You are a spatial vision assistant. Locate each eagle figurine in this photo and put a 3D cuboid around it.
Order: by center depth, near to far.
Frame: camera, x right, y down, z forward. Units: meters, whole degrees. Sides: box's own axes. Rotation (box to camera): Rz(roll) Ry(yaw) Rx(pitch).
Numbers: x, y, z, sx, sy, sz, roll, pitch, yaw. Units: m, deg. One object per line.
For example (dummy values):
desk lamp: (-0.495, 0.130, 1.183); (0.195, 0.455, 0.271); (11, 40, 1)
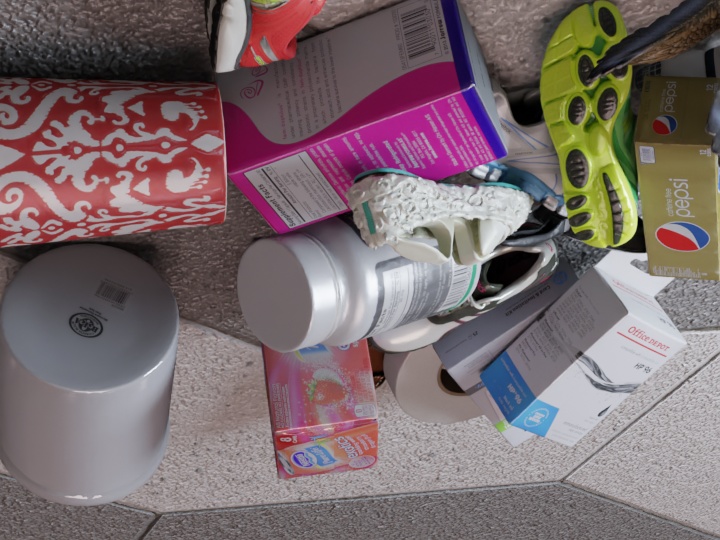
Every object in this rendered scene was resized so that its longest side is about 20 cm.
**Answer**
eagle figurine: (0.272, -0.184, 0.999); (0.150, 0.152, 0.201); (23, 105, -13)

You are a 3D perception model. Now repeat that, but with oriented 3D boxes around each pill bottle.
pill bottle: (0.000, 0.000, 1.199); (0.199, 0.113, 0.113); (-15, 158, -43)

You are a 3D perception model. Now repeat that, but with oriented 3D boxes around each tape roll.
tape roll: (0.120, 0.080, 1.440); (0.202, 0.037, 0.203); (-17, 141, -15)

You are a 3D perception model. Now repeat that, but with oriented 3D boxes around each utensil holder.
utensil holder: (-0.253, 0.097, 1.298); (0.169, 0.171, 0.200); (-1, 145, -13)

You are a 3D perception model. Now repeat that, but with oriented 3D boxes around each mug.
mug: (-0.208, -0.093, 1.078); (0.199, 0.178, 0.134); (-4, 113, -9)

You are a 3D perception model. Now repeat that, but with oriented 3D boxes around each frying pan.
frying pan: (0.179, -0.046, 1.256); (0.189, 0.115, 0.031); (6, 108, -28)

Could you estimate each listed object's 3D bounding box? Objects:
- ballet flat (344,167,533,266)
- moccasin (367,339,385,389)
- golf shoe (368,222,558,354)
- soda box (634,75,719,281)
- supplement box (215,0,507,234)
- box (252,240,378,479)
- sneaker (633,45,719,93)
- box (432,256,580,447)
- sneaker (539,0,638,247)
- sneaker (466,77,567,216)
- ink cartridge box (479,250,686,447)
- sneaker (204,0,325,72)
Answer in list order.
ballet flat: (0.065, -0.034, 1.096); (0.199, 0.072, 0.072); (4, 148, -45)
moccasin: (-0.020, 0.127, 1.484); (0.073, 0.078, 0.201); (15, 137, -33)
golf shoe: (0.089, 0.014, 1.308); (0.199, 0.077, 0.088); (-30, 180, 7)
soda box: (0.266, -0.072, 1.162); (0.064, 0.068, 0.200); (5, 150, 17)
supplement box: (-0.001, -0.121, 1.087); (0.199, 0.102, 0.103); (-17, 147, 13)
box: (-0.042, 0.076, 1.286); (0.094, 0.201, 0.103); (-6, 148, -5)
sneaker: (0.293, -0.118, 1.207); (0.080, 0.077, 0.200); (-11, 142, 20)
box: (0.178, 0.088, 1.422); (0.155, 0.041, 0.200); (-33, 143, 5)
sneaker: (0.186, -0.119, 1.133); (0.074, 0.084, 0.201); (-1, 116, 14)
sneaker: (0.155, -0.107, 1.183); (0.199, 0.075, 0.087); (15, 122, -44)
ink cartridge box: (0.227, 0.071, 1.347); (0.200, 0.068, 0.116); (-46, 139, 19)
sneaker: (-0.058, -0.210, 0.973); (0.084, 0.077, 0.200); (-5, 158, -16)
